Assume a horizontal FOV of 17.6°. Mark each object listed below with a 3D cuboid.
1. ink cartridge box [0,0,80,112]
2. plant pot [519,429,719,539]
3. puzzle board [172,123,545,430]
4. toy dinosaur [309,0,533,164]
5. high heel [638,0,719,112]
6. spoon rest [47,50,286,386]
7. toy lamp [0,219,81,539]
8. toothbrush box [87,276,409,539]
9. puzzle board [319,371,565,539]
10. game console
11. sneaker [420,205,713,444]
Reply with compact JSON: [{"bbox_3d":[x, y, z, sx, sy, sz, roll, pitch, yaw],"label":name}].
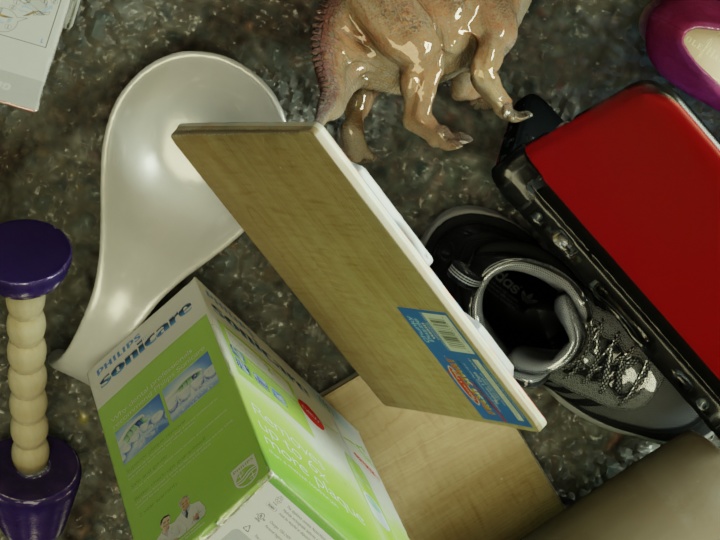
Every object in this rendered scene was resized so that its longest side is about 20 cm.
[{"bbox_3d":[-0.237,-0.164,1.171,0.199,0.045,0.177,16,57,-6],"label":"ink cartridge box"},{"bbox_3d":[0.163,0.188,1.257,0.200,0.200,0.174,42,88,-11],"label":"plant pot"},{"bbox_3d":[0.000,0.000,1.189,0.017,0.150,0.200,-47,114,-21],"label":"puzzle board"},{"bbox_3d":[0.030,-0.134,1.202,0.199,0.086,0.136,-24,102,-31],"label":"toy dinosaur"},{"bbox_3d":[0.240,-0.091,1.238,0.199,0.096,0.068,31,99,-9],"label":"high heel"},{"bbox_3d":[-0.110,-0.022,1.256,0.099,0.061,0.201,25,101,-8],"label":"spoon rest"},{"bbox_3d":[-0.178,0.068,1.241,0.058,0.058,0.201,0,130,-3],"label":"toy lamp"},{"bbox_3d":[-0.050,0.117,1.185,0.086,0.200,0.146,-42,119,6],"label":"toothbrush box"},{"bbox_3d":[0.003,0.139,1.321,0.199,0.017,0.151,-31,103,5],"label":"puzzle board"},{"bbox_3d":[0.175,-0.021,1.202,0.118,0.173,0.200,-37,102,22],"label":"game console"},{"bbox_3d":[0.118,0.044,1.254,0.199,0.114,0.076,33,100,-9],"label":"sneaker"}]
